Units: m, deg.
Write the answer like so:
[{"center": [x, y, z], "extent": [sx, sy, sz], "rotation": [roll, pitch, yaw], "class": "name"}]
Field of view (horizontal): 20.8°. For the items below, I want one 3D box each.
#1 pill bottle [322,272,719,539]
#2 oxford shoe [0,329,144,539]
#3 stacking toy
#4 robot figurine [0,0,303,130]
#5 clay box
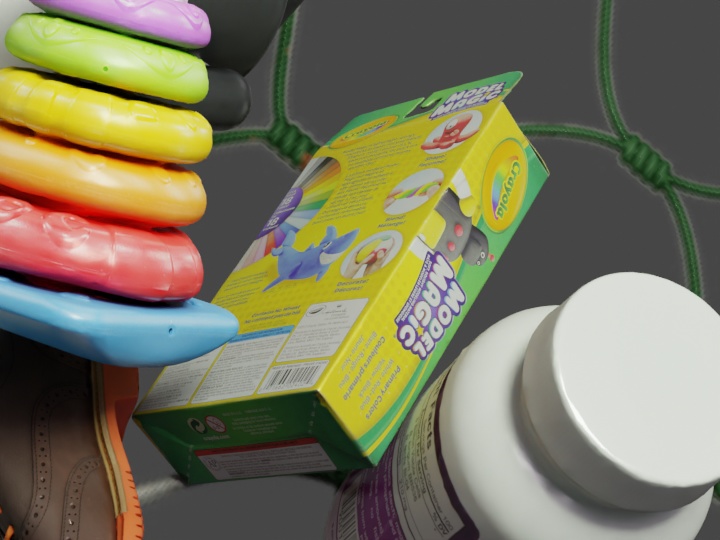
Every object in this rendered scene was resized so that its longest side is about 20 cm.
[{"center": [0.068, 0.082, 0.762], "extent": [0.112, 0.200, 0.113], "rotation": [11, 59, -19], "class": "pill bottle"}, {"center": [-0.123, 0.092, 0.751], "extent": [0.072, 0.071, 0.201], "rotation": [5, 46, -15], "class": "oxford shoe"}, {"center": [-0.093, -0.074, 0.720], "extent": [0.109, 0.201, 0.116], "rotation": [18, 7, 28], "class": "stacking toy"}, {"center": [-0.108, -0.135, 0.835], "extent": [0.150, 0.126, 0.199], "rotation": [21, 17, 38], "class": "robot figurine"}, {"center": [0.000, 0.000, 0.829], "extent": [0.048, 0.114, 0.200], "rotation": [54, 50, -24], "class": "clay box"}]
